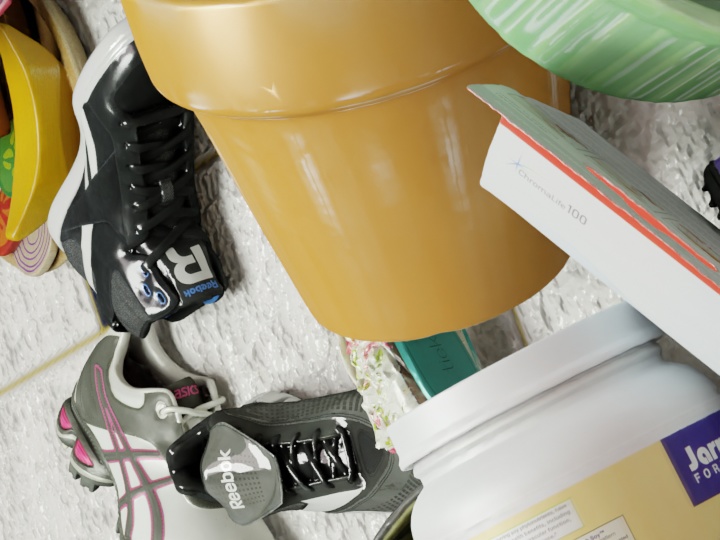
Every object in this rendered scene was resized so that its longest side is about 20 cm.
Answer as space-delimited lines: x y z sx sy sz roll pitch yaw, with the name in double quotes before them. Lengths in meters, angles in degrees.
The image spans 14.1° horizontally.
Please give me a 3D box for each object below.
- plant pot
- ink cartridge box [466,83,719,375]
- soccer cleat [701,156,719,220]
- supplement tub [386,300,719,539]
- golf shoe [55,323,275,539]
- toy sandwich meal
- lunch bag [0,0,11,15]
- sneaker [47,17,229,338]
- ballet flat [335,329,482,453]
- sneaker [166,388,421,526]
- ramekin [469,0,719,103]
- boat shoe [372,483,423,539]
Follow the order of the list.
"plant pot" 0.014 -0.078 1.268 0.200 0.200 0.184 17 132 51
"ink cartridge box" 0.111 -0.001 1.107 0.160 0.200 0.047 40 100 13
"soccer cleat" 0.210 -0.009 1.120 0.073 0.068 0.200 -59 40 10
"supplement tub" 0.109 0.128 1.212 0.145 0.145 0.201 -35 80 54
"golf shoe" -0.099 0.110 1.582 0.200 0.077 0.088 46 129 35
"toy sandwich meal" -0.220 -0.093 1.678 0.205 0.070 0.206 25 122 49
"lunch bag" -0.242 -0.199 1.580 0.200 0.082 0.176 -46 41 15
"sneaker" -0.102 -0.042 1.539 0.112 0.073 0.200 54 149 23
"ballet flat" 0.000 0.000 1.386 0.064 0.075 0.201 -43 58 47
"sneaker" -0.031 0.097 1.462 0.200 0.090 0.067 -4 99 55
"ramekin" 0.116 -0.160 1.075 0.098 0.199 0.201 -40 69 61
"boat shoe" 0.061 0.117 1.361 0.201 0.066 0.072 -46 65 51
